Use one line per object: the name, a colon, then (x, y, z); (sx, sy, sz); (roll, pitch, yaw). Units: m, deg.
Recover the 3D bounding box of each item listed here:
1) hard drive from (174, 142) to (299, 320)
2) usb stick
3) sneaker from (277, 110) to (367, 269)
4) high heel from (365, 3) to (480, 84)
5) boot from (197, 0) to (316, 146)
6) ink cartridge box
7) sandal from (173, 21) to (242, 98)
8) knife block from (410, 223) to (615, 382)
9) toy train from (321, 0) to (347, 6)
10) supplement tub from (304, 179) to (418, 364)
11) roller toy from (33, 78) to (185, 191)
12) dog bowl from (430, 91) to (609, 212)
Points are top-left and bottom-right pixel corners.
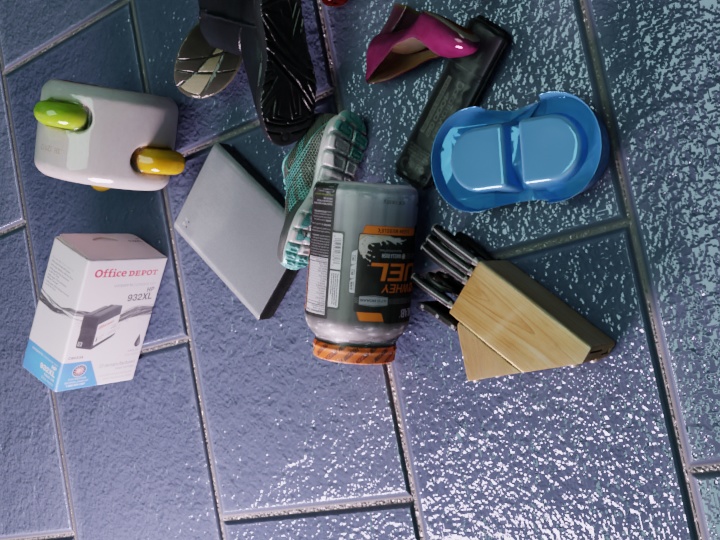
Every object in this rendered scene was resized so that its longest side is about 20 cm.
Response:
hard drive: (-0.152, -0.052, 1.325); (0.200, 0.033, 0.140); (44, 116, 27)
usb stick: (0.100, -0.185, 1.128); (0.055, 0.033, 0.201); (37, 113, 23)
sneaker: (-0.061, -0.100, 1.229); (0.091, 0.077, 0.201); (20, 88, 43)
high heel: (0.065, -0.230, 1.101); (0.097, 0.067, 0.200); (-66, 23, 11)
boot: (-0.129, -0.265, 1.226); (0.168, 0.076, 0.201); (29, 130, 52)
ink cartridge box: (-0.373, 0.056, 1.427); (0.083, 0.145, 0.201); (29, 109, 32)
sandal: (-0.177, -0.316, 1.321); (0.079, 0.057, 0.202); (24, 90, -4)
knife block: (0.153, 0.023, 1.075); (0.199, 0.064, 0.177); (-14, 84, 37)
toy train: (-0.002, -0.371, 1.146); (0.199, 0.115, 0.085); (-9, 87, 37)
supplement tub: (0.000, 0.000, 1.155); (0.122, 0.122, 0.202); (8, 97, 37)
roller toy: (-0.342, -0.177, 1.375); (0.182, 0.199, 0.141); (-147, 65, -69)
dog bowl: (0.170, -0.122, 1.066); (0.199, 0.049, 0.112); (-5, 88, 38)
